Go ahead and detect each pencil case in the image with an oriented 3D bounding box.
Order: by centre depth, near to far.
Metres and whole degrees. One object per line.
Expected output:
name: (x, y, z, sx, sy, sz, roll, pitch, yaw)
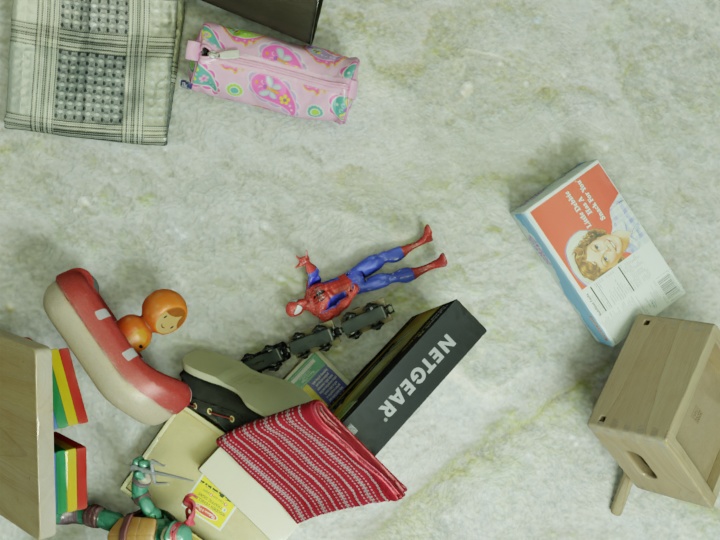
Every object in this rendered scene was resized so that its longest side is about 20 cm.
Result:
pencil case: (-0.102, -0.229, 1.143, 0.199, 0.087, 0.088, 13, 89, -8)

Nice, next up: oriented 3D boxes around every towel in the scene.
towel: (-0.057, 0.209, 1.048, 0.145, 0.200, 0.023, 47, 49, -14)
towel: (-0.308, -0.253, 1.142, 0.192, 0.035, 0.201, 6, 90, -7)

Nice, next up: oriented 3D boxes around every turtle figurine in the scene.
turtle figurine: (-0.259, 0.295, 1.094, 0.200, 0.101, 0.150, -12, 52, 26)

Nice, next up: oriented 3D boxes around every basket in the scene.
basket: (-0.134, -0.362, 1.115, 0.199, 0.136, 0.181, 12, 75, -3)

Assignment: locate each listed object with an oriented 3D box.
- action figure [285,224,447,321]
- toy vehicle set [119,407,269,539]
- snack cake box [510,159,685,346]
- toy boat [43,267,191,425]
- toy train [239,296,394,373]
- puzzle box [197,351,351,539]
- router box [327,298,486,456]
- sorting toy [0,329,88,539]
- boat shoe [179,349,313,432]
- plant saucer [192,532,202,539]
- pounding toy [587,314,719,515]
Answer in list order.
action figure: (0.000, 0.000, 1.155, 0.200, 0.099, 0.065, -25, 68, -4)
toy vehicle set: (-0.169, 0.262, 1.173, 0.200, 0.027, 0.124, 36, 87, -7)
snack cake box: (0.290, -0.021, 1.207, 0.115, 0.067, 0.200, -35, 95, -4)
toy boat: (-0.251, 0.071, 1.101, 0.131, 0.131, 0.200, -35, 86, -11)
toy train: (-0.050, 0.080, 1.153, 0.200, 0.046, 0.034, -23, 90, 14)
puzzle box: (-0.076, 0.207, 1.164, 0.133, 0.025, 0.200, 46, 74, -4)
router box: (0.036, 0.127, 1.111, 0.052, 0.157, 0.200, 46, 71, -4)
sorting toy: (-0.367, 0.163, 1.077, 0.069, 0.200, 0.199, -6, 101, -43)
boat shoe: (-0.125, 0.152, 1.114, 0.201, 0.074, 0.063, 19, 112, 33)
plant saucer: (-0.189, 0.428, 1.158, 0.200, 0.048, 0.200, 38, 91, -7)
pounding toy: (0.359, 0.185, 1.173, 0.200, 0.142, 0.184, 48, 63, -36)
